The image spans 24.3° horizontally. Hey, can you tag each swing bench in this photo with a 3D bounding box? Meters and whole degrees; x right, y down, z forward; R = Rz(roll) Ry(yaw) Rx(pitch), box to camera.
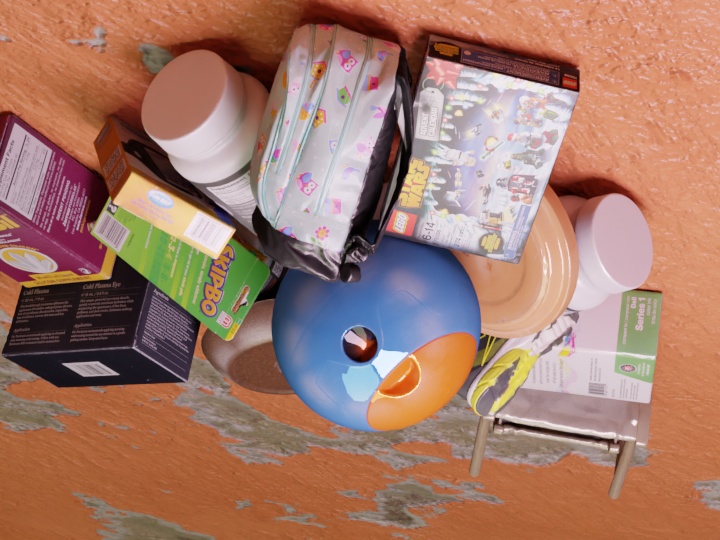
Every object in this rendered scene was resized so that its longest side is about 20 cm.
[{"bbox_3d":[0.248,0.179,2.078,0.198,0.130,0.200,10,152,3],"label":"swing bench"}]

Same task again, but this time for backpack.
[{"bbox_3d":[-0.028,-0.110,1.445,0.126,0.201,0.167,12,-160,-13],"label":"backpack"}]

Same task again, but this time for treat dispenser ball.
[{"bbox_3d":[0.015,0.052,1.588,0.200,0.202,0.201,9,157,4],"label":"treat dispenser ball"}]

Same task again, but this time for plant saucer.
[{"bbox_3d":[-0.075,0.091,1.836,0.199,0.037,0.201,-5,152,-2],"label":"plant saucer"},{"bbox_3d":[0.119,-0.025,1.619,0.200,0.032,0.201,22,126,32],"label":"plant saucer"}]

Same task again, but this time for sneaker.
[{"bbox_3d":[0.162,0.060,1.788,0.084,0.200,0.075,32,157,31],"label":"sneaker"}]

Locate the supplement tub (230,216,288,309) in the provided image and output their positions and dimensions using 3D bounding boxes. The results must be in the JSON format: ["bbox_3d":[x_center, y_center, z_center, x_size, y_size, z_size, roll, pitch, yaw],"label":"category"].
[{"bbox_3d":[-0.116,0.010,1.847,0.122,0.123,0.200,-1,154,27],"label":"supplement tub"}]

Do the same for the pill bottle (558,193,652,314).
[{"bbox_3d":[0.186,-0.011,1.674,0.116,0.117,0.199,28,151,-35],"label":"pill bottle"}]

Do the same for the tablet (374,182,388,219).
[{"bbox_3d":[0.000,0.000,1.707,0.130,0.014,0.200,-34,147,-9],"label":"tablet"}]

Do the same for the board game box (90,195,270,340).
[{"bbox_3d":[-0.184,-0.021,1.737,0.200,0.096,0.030,38,-161,19],"label":"board game box"}]

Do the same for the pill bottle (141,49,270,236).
[{"bbox_3d":[-0.110,-0.115,1.567,0.113,0.115,0.200,-4,152,32],"label":"pill bottle"}]

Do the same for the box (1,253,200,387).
[{"bbox_3d":[-0.279,0.028,1.885,0.199,0.183,0.104,-4,153,33],"label":"box"}]

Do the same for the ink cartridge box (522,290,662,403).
[{"bbox_3d":[0.237,0.079,1.898,0.199,0.084,0.145,6,157,10],"label":"ink cartridge box"}]

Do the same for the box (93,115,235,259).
[{"bbox_3d":[-0.196,-0.088,1.638,0.119,0.042,0.200,29,-166,-25],"label":"box"}]

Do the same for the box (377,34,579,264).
[{"bbox_3d":[0.102,-0.104,1.486,0.136,0.040,0.201,13,130,-3],"label":"box"}]

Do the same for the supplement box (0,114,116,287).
[{"bbox_3d":[-0.365,-0.070,1.797,0.130,0.104,0.200,-5,152,34],"label":"supplement box"}]
